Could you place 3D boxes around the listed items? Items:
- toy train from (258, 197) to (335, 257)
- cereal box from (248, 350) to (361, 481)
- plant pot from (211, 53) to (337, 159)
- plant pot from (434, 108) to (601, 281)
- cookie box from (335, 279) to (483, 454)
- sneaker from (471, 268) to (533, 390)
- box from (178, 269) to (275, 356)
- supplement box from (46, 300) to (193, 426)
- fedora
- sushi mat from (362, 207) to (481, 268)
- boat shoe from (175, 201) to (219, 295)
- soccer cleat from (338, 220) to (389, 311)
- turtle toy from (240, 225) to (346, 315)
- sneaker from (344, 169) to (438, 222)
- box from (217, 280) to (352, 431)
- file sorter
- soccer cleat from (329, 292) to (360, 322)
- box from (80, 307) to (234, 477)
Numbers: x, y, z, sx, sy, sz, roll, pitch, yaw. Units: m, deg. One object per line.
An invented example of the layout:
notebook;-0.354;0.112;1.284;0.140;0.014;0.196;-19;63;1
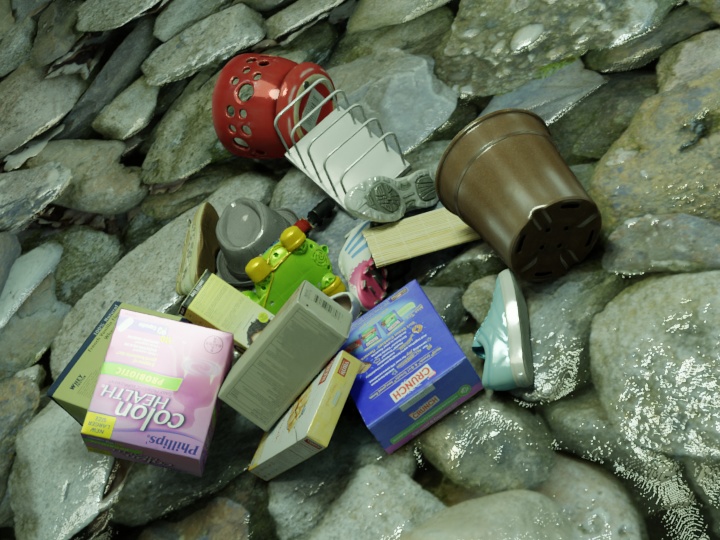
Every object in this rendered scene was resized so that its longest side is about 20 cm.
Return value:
toy train;-0.108;-0.064;1.910;0.200;0.034;0.046;-45;-2;-35
cereal box;-0.081;0.208;1.578;0.200;0.039;0.144;-40;22;52
plant pot;-0.153;-0.307;2.114;0.182;0.201;0.201;11;57;31
plant pot;0.239;-0.102;1.630;0.200;0.200;0.199;-33;46;2
cookie box;0.060;0.135;1.596;0.171;0.075;0.200;-35;38;4
sneaker;0.192;0.081;1.560;0.082;0.074;0.201;-15;42;17
box;-0.181;0.087;1.735;0.075;0.199;0.050;-58;3;-25
supplement box;-0.360;0.179;1.806;0.199;0.134;0.200;10;57;41
fedora;-0.197;-0.066;1.975;0.176;0.090;0.200;-27;39;10
sushi mat;0.107;-0.061;1.764;0.199;0.012;0.096;-16;39;-7
boat shoe;-0.301;-0.043;2.040;0.062;0.073;0.201;-17;44;23
soccer cleat;0.000;0.000;1.793;0.086;0.070;0.201;-23;34;27
turtle toy;-0.130;0.025;1.813;0.200;0.146;0.101;-41;17;-9
sneaker;0.037;-0.114;1.831;0.199;0.078;0.099;-11;-2;-44
box;-0.108;0.123;1.592;0.200;0.095;0.078;-48;12;21
file sorter;-0.037;-0.222;1.946;0.139;0.125;0.200;-42;59;-10
soccer cleat;-0.085;0.098;1.672;0.200;0.078;0.069;-39;74;-8
box;-0.294;0.179;1.635;0.175;0.097;0.201;13;65;0
